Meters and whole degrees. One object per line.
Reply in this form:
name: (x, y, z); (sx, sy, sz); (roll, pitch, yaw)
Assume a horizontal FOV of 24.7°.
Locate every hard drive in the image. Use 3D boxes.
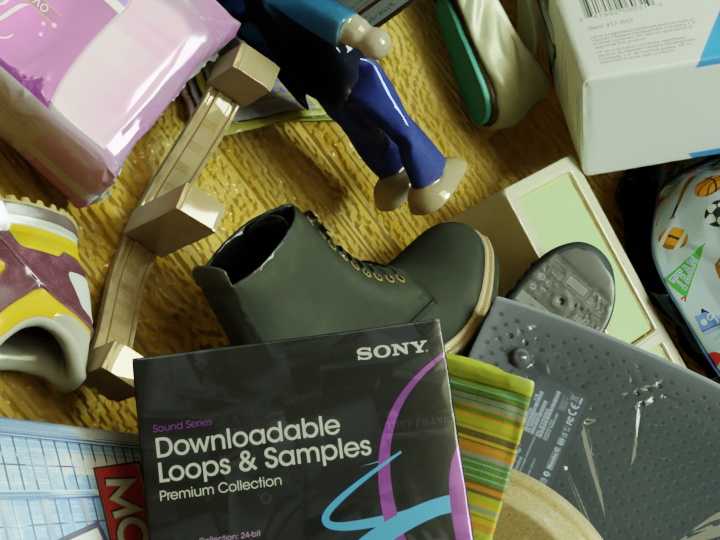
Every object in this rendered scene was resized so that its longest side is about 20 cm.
hard drive: (0.136, 0.110, 0.868); (0.199, 0.042, 0.135); (24, 66, 6)

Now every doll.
doll: (-0.022, -0.114, 0.880); (0.200, 0.136, 0.049); (47, 73, -24)

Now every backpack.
backpack: (0.268, 0.001, 1.058); (0.200, 0.154, 0.191); (48, 35, -11)

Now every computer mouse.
computer mouse: (0.074, 0.064, 0.927); (0.059, 0.034, 0.200); (42, 77, 0)

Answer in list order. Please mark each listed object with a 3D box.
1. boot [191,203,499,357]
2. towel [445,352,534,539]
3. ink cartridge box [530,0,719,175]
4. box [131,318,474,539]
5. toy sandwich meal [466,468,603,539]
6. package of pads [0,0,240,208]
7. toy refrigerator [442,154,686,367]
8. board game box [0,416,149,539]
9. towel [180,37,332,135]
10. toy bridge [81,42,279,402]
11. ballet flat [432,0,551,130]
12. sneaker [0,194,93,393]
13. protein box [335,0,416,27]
boot: (0.000, 0.000, 0.872); (0.200, 0.077, 0.139); (-53, 131, -42)
towel: (0.014, 0.134, 0.755); (0.018, 0.086, 0.201); (35, 70, -68)
ink cartridge box: (0.189, -0.168, 1.049); (0.145, 0.085, 0.201); (-10, 48, 0)
box: (-0.020, 0.128, 0.721); (0.142, 0.036, 0.201); (-8, 75, -2)
toy sandwich meal: (0.039, 0.179, 0.792); (0.070, 0.204, 0.206); (21, 50, -73)
package of pads: (-0.170, -0.140, 0.818); (0.200, 0.076, 0.121); (42, 63, -15)
toy refrigerator: (0.137, 0.037, 1.005); (0.076, 0.070, 0.201); (-26, 89, -44)
board game box: (-0.114, 0.153, 0.751); (0.199, 0.062, 0.201); (-5, 74, -40)
towel: (-0.065, -0.174, 0.968); (0.143, 0.023, 0.201); (-9, 77, -41)
toy bridge: (-0.097, -0.026, 0.840); (0.027, 0.067, 0.201); (32, 62, -23)
ballet flat: (0.067, -0.188, 1.050); (0.069, 0.069, 0.201); (-26, 94, -43)
sneaker: (-0.207, 0.012, 0.730); (0.199, 0.075, 0.090); (3, 63, -38)
protein box: (-0.049, -0.262, 0.915); (0.199, 0.135, 0.199); (24, 57, -30)
